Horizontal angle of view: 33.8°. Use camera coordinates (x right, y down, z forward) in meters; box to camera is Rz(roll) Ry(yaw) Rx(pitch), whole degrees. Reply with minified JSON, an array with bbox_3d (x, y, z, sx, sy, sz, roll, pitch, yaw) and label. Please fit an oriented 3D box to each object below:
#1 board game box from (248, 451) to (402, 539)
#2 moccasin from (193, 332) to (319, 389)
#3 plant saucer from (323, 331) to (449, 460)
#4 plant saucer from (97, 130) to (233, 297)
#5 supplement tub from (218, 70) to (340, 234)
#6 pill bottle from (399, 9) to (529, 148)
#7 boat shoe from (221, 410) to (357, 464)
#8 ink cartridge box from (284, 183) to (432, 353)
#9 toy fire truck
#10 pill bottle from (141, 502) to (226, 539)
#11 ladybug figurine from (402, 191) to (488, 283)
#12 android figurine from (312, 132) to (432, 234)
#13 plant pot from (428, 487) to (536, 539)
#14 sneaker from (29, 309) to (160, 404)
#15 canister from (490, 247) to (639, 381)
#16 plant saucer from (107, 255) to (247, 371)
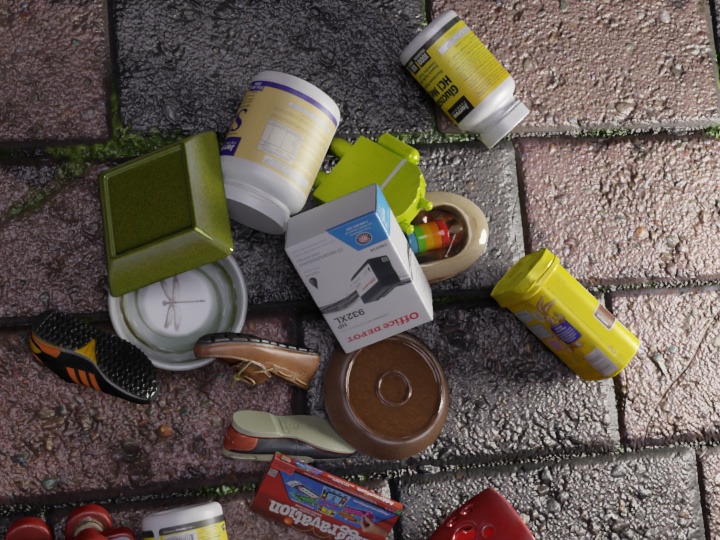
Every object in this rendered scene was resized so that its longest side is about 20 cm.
[{"bbox_3d":[-0.051,0.338,1.690,0.198,0.020,0.104,24,117,-7],"label":"board game box"},{"bbox_3d":[-0.149,0.133,1.683,0.200,0.073,0.079,16,87,-44],"label":"moccasin"},{"bbox_3d":[0.044,0.175,1.740,0.198,0.034,0.203,6,70,-16],"label":"plant saucer"},{"bbox_3d":[-0.286,-0.088,1.654,0.198,0.048,0.202,-19,65,15],"label":"plant saucer"},{"bbox_3d":[-0.127,-0.169,1.721,0.144,0.145,0.202,24,77,-7],"label":"supplement tub"},{"bbox_3d":[0.163,-0.289,1.816,0.112,0.112,0.200,-42,91,-14],"label":"pill bottle"},{"bbox_3d":[-0.101,0.249,1.703,0.198,0.071,0.063,11,116,-23],"label":"boat shoe"},{"bbox_3d":[0.000,0.000,1.681,0.144,0.084,0.201,-21,121,13],"label":"ink cartridge box"},{"bbox_3d":[-0.396,0.424,1.603,0.198,0.112,0.170,-10,107,-12],"label":"toy fire truck"},{"bbox_3d":[-0.228,0.426,1.615,0.111,0.112,0.203,-9,83,-13],"label":"pill bottle"},{"bbox_3d":[0.094,-0.046,1.784,0.198,0.072,0.137,-11,83,-13],"label":"ladybug figurine"},{"bbox_3d":[0.015,-0.121,1.751,0.199,0.041,0.183,30,73,28],"label":"android figurine"},{"bbox_3d":[0.167,0.438,1.664,0.182,0.200,0.201,-34,89,-6],"label":"plant pot"},{"bbox_3d":[-0.372,0.133,1.656,0.199,0.090,0.070,30,48,-1],"label":"sneaker"},{"bbox_3d":[0.306,0.070,1.773,0.200,0.148,0.087,43,75,-4],"label":"canister"},{"bbox_3d":[-0.263,0.045,1.708,0.197,0.050,0.203,2,81,-11],"label":"plant saucer"}]
